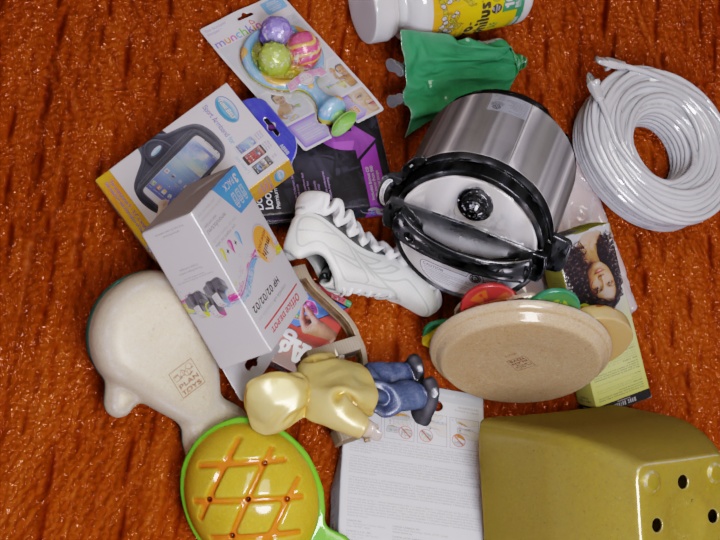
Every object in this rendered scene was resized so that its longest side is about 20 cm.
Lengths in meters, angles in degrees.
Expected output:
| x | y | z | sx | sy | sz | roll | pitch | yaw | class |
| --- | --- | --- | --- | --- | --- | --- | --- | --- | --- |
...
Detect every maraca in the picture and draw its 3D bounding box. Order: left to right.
| x | y | z | sx | sy | sz | roll | pitch | yaw | class |
| --- | --- | --- | --- | --- | --- | --- | --- | --- | --- |
| -0.095 | 0.241 | 1.379 | 0.136 | 0.107 | 0.201 | -34 | 85 | 1 | maraca |

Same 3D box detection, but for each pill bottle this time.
| x | y | z | sx | sy | sz | roll | pitch | yaw | class |
| --- | --- | --- | --- | --- | --- | --- | --- | --- | --- |
| 0.091 | -0.323 | 1.612 | 0.198 | 0.113 | 0.114 | -15 | 77 | -20 | pill bottle |

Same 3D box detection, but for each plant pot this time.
| x | y | z | sx | sy | sz | roll | pitch | yaw | class |
| --- | --- | --- | --- | --- | --- | --- | --- | --- | --- |
| 0.256 | 0.240 | 1.383 | 0.194 | 0.199 | 0.197 | -2 | 87 | -32 | plant pot |

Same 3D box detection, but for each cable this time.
| x | y | z | sx | sy | sz | roll | pitch | yaw | class |
| --- | --- | --- | --- | --- | --- | --- | --- | --- | --- |
| 0.343 | -0.141 | 1.634 | 0.198 | 0.069 | 0.202 | 5 | 69 | -24 | cable |

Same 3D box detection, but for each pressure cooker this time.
| x | y | z | sx | sy | sz | roll | pitch | yaw | class |
| --- | --- | --- | --- | --- | --- | --- | --- | --- | --- |
| 0.122 | -0.071 | 1.448 | 0.179 | 0.175 | 0.201 | 56 | 36 | -25 | pressure cooker |

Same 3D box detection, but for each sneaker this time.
| x | y | z | sx | sy | sz | roll | pitch | yaw | class |
| --- | --- | --- | --- | --- | --- | --- | --- | --- | --- |
| 0.000 | 0.000 | 1.487 | 0.199 | 0.075 | 0.082 | 35 | 65 | -21 | sneaker |

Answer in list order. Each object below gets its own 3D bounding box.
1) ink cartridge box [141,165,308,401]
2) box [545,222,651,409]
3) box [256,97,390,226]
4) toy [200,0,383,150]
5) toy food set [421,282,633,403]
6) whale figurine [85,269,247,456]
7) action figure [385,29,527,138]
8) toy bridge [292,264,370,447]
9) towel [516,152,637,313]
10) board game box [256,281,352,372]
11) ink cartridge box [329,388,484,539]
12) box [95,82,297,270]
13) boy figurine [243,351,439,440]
| x | y | z | sx | sy | sz | roll | pitch | yaw | class |
| --- | --- | --- | --- | --- | --- | --- | --- | --- | --- |
| -0.121 | 0.013 | 1.386 | 0.201 | 0.067 | 0.115 | 61 | 29 | -17 | ink cartridge box |
| 0.256 | 0.053 | 1.534 | 0.075 | 0.050 | 0.202 | -18 | 98 | -17 | box |
| -0.069 | -0.121 | 1.537 | 0.198 | 0.036 | 0.144 | -7 | 67 | -16 | box |
| -0.074 | -0.234 | 1.548 | 0.115 | 0.047 | 0.200 | -30 | 71 | -27 | toy |
| 0.167 | 0.076 | 1.458 | 0.197 | 0.200 | 0.049 | 24 | 51 | -29 | toy food set |
| -0.197 | 0.094 | 1.420 | 0.159 | 0.104 | 0.201 | -38 | 109 | -19 | whale figurine |
| 0.117 | -0.227 | 1.606 | 0.199 | 0.054 | 0.119 | -14 | 113 | -36 | action figure |
| -0.029 | 0.087 | 1.469 | 0.067 | 0.027 | 0.202 | -15 | 74 | -26 | toy bridge |
| 0.201 | -0.027 | 1.589 | 0.189 | 0.032 | 0.202 | -12 | 76 | -18 | towel |
| -0.117 | 0.033 | 1.490 | 0.199 | 0.019 | 0.104 | 27 | 68 | -5 | board game box |
| 0.050 | 0.216 | 1.474 | 0.160 | 0.050 | 0.202 | 10 | 52 | -11 | ink cartridge box |
| -0.165 | -0.106 | 1.471 | 0.199 | 0.042 | 0.119 | -39 | 70 | -6 | box |
| -0.019 | 0.128 | 1.388 | 0.198 | 0.065 | 0.125 | -4 | 36 | -28 | boy figurine |
